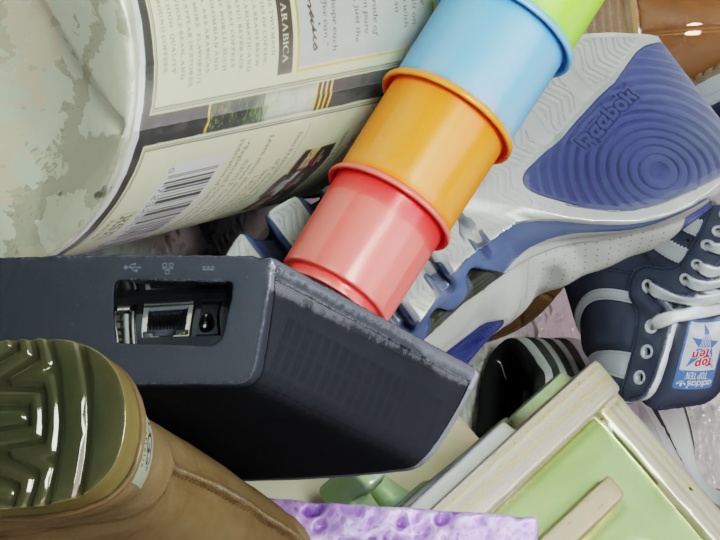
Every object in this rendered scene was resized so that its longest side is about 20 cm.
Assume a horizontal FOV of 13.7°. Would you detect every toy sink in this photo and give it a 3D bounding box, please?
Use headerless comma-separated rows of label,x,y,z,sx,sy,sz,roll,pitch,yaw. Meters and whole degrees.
toy sink,0.056,0.119,1.118,0.200,0.112,0.130,49,55,3

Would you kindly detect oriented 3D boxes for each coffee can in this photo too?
coffee can,-0.076,-0.084,1.018,0.200,0.146,0.147,-16,98,-56

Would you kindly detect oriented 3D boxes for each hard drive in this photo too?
hard drive,-0.079,0.032,0.943,0.135,0.200,0.042,30,64,-53

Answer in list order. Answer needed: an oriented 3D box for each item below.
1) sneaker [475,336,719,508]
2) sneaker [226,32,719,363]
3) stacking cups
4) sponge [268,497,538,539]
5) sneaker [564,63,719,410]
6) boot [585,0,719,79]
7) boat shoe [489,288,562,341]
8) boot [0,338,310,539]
sneaker,0.109,0.110,1.292,0.115,0.076,0.201,8,42,-44
sneaker,0.034,-0.007,1.085,0.199,0.115,0.081,-27,74,-15
stacking cups,0.036,-0.071,1.020,0.200,0.060,0.061,-55,131,-19
sponge,-0.039,0.131,1.013,0.030,0.200,0.112,103,-8,-74
sneaker,0.148,-0.010,1.229,0.070,0.200,0.109,0,68,-28
boot,0.142,-0.100,1.296,0.200,0.155,0.077,40,45,-85
boat shoe,0.000,0.000,1.202,0.200,0.071,0.065,-7,55,-49
boot,-0.119,0.072,0.908,0.200,0.175,0.066,55,41,-70
